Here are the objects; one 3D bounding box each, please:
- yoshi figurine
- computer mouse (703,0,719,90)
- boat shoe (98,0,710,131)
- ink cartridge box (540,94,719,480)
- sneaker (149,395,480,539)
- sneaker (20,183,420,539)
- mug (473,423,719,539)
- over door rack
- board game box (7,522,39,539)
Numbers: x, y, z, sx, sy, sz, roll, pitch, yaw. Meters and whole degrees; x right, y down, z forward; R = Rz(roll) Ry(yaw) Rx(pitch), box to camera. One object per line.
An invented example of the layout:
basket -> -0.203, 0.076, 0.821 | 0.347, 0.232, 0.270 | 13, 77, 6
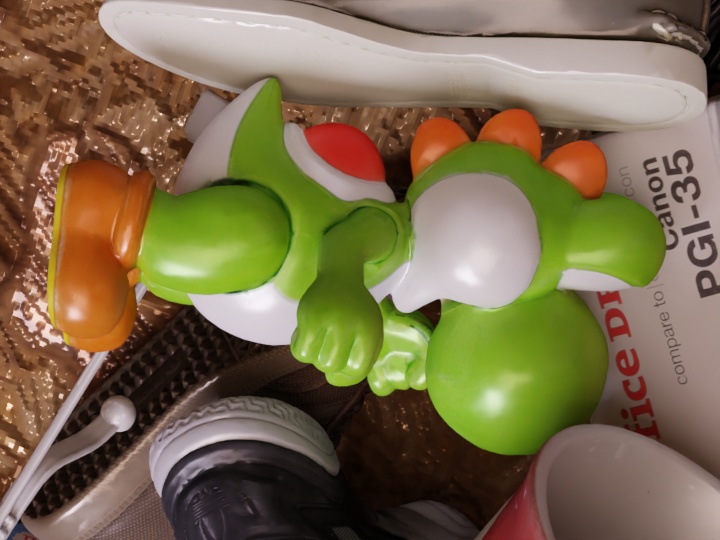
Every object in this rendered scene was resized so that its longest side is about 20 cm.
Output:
yoshi figurine -> 0.000, 0.015, 0.899 | 0.198, 0.113, 0.112 | 1, 133, -2
computer mouse -> 0.078, -0.157, 0.948 | 0.200, 0.044, 0.110 | 38, 110, -9
boat shoe -> 0.016, -0.089, 0.906 | 0.200, 0.072, 0.061 | 6, 74, 1
ink cartridge box -> 0.171, 0.002, 0.936 | 0.199, 0.083, 0.148 | -16, 90, 25
sneaker -> -0.004, 0.134, 0.990 | 0.075, 0.114, 0.200 | -26, 139, 22
sneaker -> -0.035, 0.046, 1.032 | 0.200, 0.071, 0.076 | -37, 127, 15
mug -> 0.058, 0.179, 0.857 | 0.200, 0.133, 0.178 | -48, 70, 27
over door rack -> -0.138, -0.006, 0.994 | 0.147, 0.067, 0.201 | 31, 98, 15
board game box -> -0.108, 0.188, 1.095 | 0.199, 0.037, 0.152 | 21, 111, -2
